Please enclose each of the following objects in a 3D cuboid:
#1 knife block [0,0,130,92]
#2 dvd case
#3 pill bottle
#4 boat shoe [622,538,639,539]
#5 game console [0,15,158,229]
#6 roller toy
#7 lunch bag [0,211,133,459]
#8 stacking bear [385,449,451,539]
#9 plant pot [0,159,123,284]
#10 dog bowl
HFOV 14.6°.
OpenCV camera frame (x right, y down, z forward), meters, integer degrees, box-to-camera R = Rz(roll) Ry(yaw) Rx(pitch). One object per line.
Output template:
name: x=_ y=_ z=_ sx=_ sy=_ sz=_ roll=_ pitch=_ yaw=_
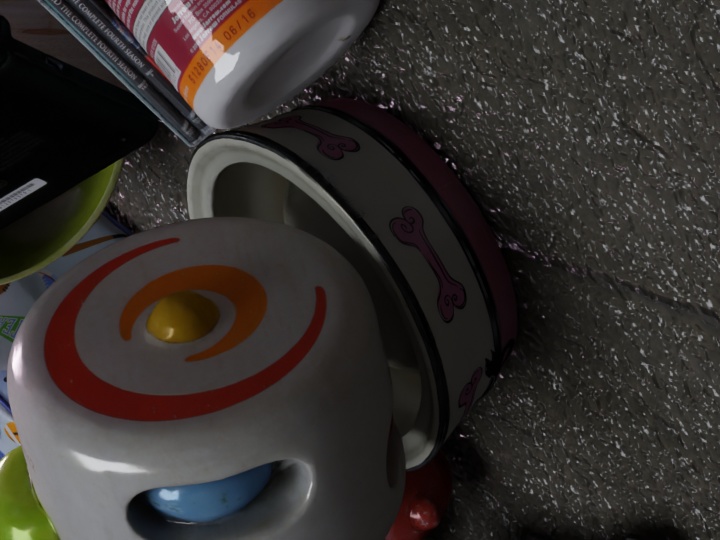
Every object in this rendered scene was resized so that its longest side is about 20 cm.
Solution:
knife block: x=-0.226 y=-0.102 z=1.544 sx=0.200 sy=0.176 sz=0.064 roll=41 pitch=-178 yaw=-12
dvd case: x=-0.155 y=-0.161 z=1.405 sx=0.200 sy=0.022 sz=0.146 roll=46 pitch=-171 yaw=-42
pill bottle: x=-0.090 y=-0.175 z=1.353 sx=0.200 sy=0.109 sz=0.110 roll=51 pitch=154 yaw=10
boat shoe: x=0.086 y=0.180 z=1.470 sx=0.091 sy=0.071 sz=0.200 roll=21 pitch=153 yaw=-3
game console: x=-0.229 y=-0.107 z=1.447 sx=0.200 sy=0.176 sz=0.117 roll=-27 pitch=54 yaw=37
roller toy: x=-0.072 y=0.066 z=1.356 sx=0.182 sy=0.200 sz=0.140 roll=19 pitch=137 yaw=33
lunch bag: x=-0.202 y=0.033 z=1.737 sx=0.200 sy=0.160 sz=0.076 roll=41 pitch=151 yaw=27
stacking bear: x=-0.008 y=0.146 z=1.599 sx=0.122 sy=0.114 sz=0.200 roll=51 pitch=150 yaw=10
plant pot: x=-0.245 y=-0.091 z=1.679 sx=0.187 sy=0.187 sz=0.200 roll=61 pitch=172 yaw=-11
dog bowl: x=0.000 y=0.000 z=1.444 sx=0.200 sy=0.074 sz=0.200 roll=40 pitch=150 yaw=29
